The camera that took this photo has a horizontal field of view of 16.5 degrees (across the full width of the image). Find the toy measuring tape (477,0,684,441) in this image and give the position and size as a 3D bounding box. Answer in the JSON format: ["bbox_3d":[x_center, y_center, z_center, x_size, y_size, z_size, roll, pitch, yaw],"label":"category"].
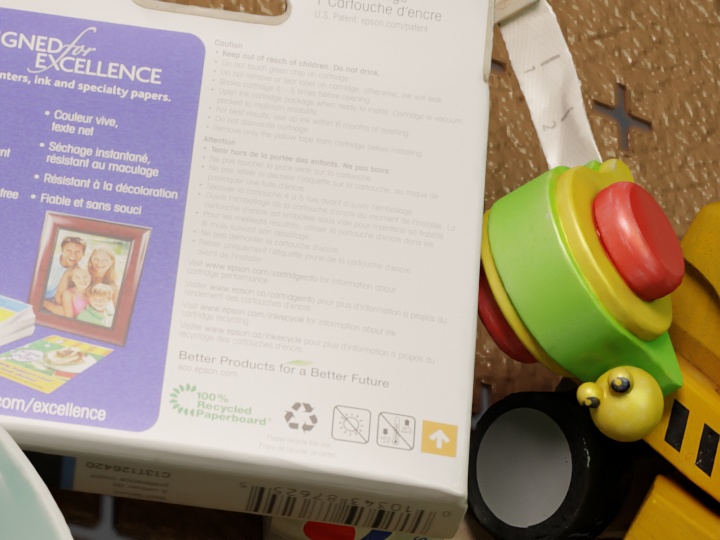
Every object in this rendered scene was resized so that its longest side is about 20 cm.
[{"bbox_3d":[0.064,-0.032,0.861,0.073,0.074,0.200,10,52,-36],"label":"toy measuring tape"}]

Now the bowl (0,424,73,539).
[{"bbox_3d":[-0.178,0.115,0.655,0.201,0.105,0.201,19,56,-31],"label":"bowl"}]

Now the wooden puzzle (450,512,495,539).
[{"bbox_3d":[0.052,0.191,0.855,0.200,0.037,0.185,48,46,-10],"label":"wooden puzzle"}]

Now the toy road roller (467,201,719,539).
[{"bbox_3d":[0.148,0.066,0.878,0.123,0.146,0.200,6,27,-50],"label":"toy road roller"}]

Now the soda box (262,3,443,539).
[{"bbox_3d":[0.000,0.000,0.876,0.063,0.068,0.200,3,60,-6],"label":"soda box"}]

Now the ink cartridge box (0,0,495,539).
[{"bbox_3d":[-0.057,-0.020,0.816,0.197,0.047,0.200,7,58,-4],"label":"ink cartridge box"}]
